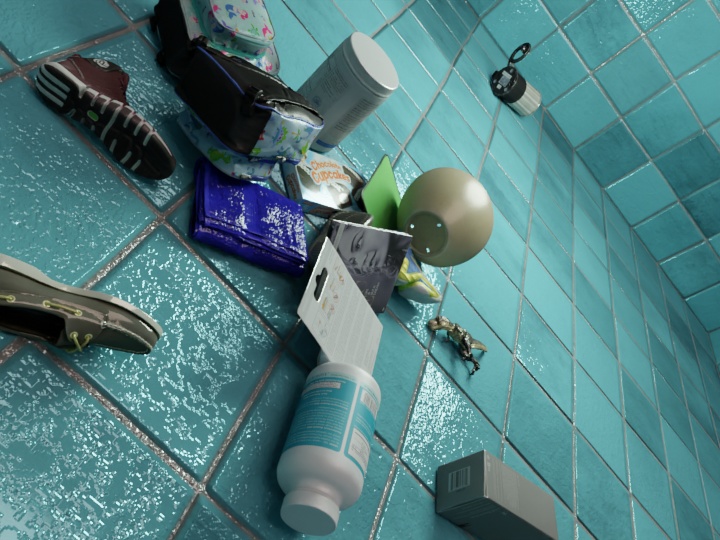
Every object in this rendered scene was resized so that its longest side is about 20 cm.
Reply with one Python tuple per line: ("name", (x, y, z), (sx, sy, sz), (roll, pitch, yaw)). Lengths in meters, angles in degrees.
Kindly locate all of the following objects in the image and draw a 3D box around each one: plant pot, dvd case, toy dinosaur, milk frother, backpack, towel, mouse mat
("plant pot", (0.151, -0.091, 1.165), (0.202, 0.199, 0.134), (56, 32, -1))
("dvd case", (0.000, 0.000, 0.976), (0.016, 0.151, 0.198), (31, 16, 39))
("toy dinosaur", (0.215, 0.156, 1.195), (0.199, 0.047, 0.089), (33, 34, -36))
("milk frother", (0.627, -0.741, 2.287), (0.186, 0.199, 0.183), (20, 44, -42))
("backpack", (-0.169, -0.231, 0.907), (0.183, 0.148, 0.199), (44, 23, 20))
("towel", (-0.163, -0.082, 0.904), (0.198, 0.049, 0.150), (24, 47, -39))
("backpack", (-0.227, -0.392, 0.994), (0.198, 0.150, 0.180), (10, 54, -53))
("mouse mat", (0.050, -0.125, 1.184), (0.201, 0.007, 0.163), (-63, 140, -54))

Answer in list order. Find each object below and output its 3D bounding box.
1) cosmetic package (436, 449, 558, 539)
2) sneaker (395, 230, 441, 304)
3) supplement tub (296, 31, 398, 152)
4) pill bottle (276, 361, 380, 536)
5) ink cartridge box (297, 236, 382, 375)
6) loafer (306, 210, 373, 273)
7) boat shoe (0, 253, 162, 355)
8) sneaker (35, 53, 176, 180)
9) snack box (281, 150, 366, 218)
("cosmetic package", (0.225, 0.384, 0.970), (0.199, 0.106, 0.091), (38, 38, -23))
("sneaker", (0.089, -0.013, 1.114), (0.198, 0.075, 0.107), (30, 68, -34))
("supplement tub", (-0.038, -0.334, 1.127), (0.131, 0.199, 0.134), (31, 41, -32))
("pill bottle", (-0.042, 0.225, 0.757), (0.111, 0.110, 0.202), (42, 37, -20))
("ink cartridge box", (-0.038, 0.080, 0.883), (0.201, 0.056, 0.164), (54, 34, -30))
("loafer", (-0.035, -0.041, 1.020), (0.200, 0.074, 0.071), (-48, 143, -48))
("boat shoe", (-0.304, 0.051, 0.605), (0.200, 0.072, 0.061), (27, 45, -28))
("sneaker", (-0.319, -0.221, 0.800), (0.199, 0.075, 0.116), (41, 34, -21))
("snack box", (-0.057, -0.154, 1.102), (0.198, 0.037, 0.118), (10, 57, -48))
